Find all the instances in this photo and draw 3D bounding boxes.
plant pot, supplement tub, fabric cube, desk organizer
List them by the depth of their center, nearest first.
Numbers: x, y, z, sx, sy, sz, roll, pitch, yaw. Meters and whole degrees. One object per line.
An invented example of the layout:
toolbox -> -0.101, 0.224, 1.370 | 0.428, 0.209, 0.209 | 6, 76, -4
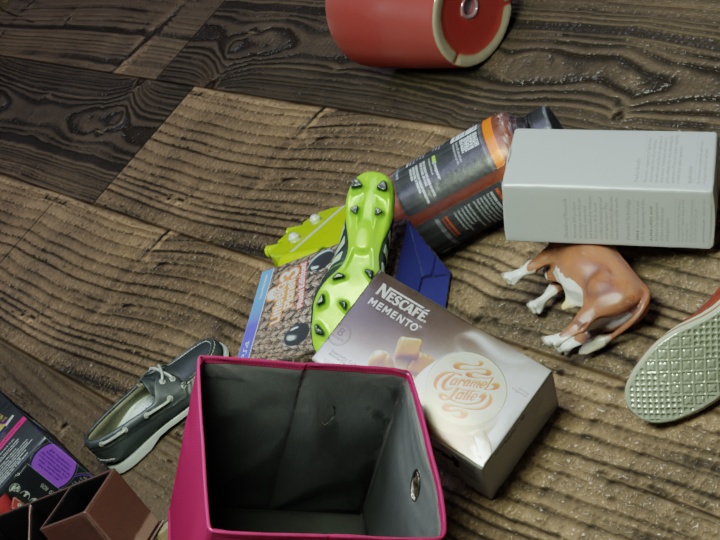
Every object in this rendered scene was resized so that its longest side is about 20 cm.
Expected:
fabric cube -> -0.055, 0.216, 1.297 | 0.197, 0.198, 0.200 | -102, 21, -49
desk organizer -> -0.299, 0.270, 1.506 | 0.199, 0.077, 0.072 | -24, 21, 34
supplement tub -> 0.131, -0.100, 1.646 | 0.199, 0.107, 0.107 | -28, 34, 19
plant pot -> 0.083, -0.344, 1.928 | 0.177, 0.201, 0.201 | 23, 68, 45

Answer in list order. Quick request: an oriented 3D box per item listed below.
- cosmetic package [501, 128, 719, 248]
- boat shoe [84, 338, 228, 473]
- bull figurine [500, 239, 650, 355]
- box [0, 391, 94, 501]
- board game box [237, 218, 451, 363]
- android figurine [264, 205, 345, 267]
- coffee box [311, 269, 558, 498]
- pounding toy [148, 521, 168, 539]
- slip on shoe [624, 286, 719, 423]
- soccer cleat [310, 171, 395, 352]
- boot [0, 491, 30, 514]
cosmetic package -> 0.241, -0.080, 1.455 | 0.198, 0.074, 0.102 | 2, 39, 16
boat shoe -> -0.239, 0.149, 1.786 | 0.200, 0.060, 0.075 | -49, 33, -11
bull figurine -> 0.211, 0.004, 1.476 | 0.121, 0.065, 0.200 | -40, 29, 10
box -> -0.401, 0.236, 1.797 | 0.106, 0.122, 0.200 | -49, 32, -10
board game box -> -0.018, 0.058, 1.624 | 0.199, 0.097, 0.160 | -21, 37, 30
android figurine -> -0.026, -0.042, 1.772 | 0.199, 0.041, 0.182 | -7, 26, 43
coffee box -> 0.069, 0.104, 1.412 | 0.199, 0.080, 0.115 | 31, 72, 26
pounding toy -> -0.165, 0.345, 1.430 | 0.199, 0.142, 0.184 | -35, 18, 6
slip on shoe -> 0.311, 0.057, 1.315 | 0.200, 0.074, 0.061 | -45, -3, 5
soccer cleat -> 0.000, 0.000, 1.528 | 0.067, 0.081, 0.201 | 11, 74, 14
boot -> -0.324, 0.301, 1.618 | 0.199, 0.144, 0.073 | 12, 59, 51
